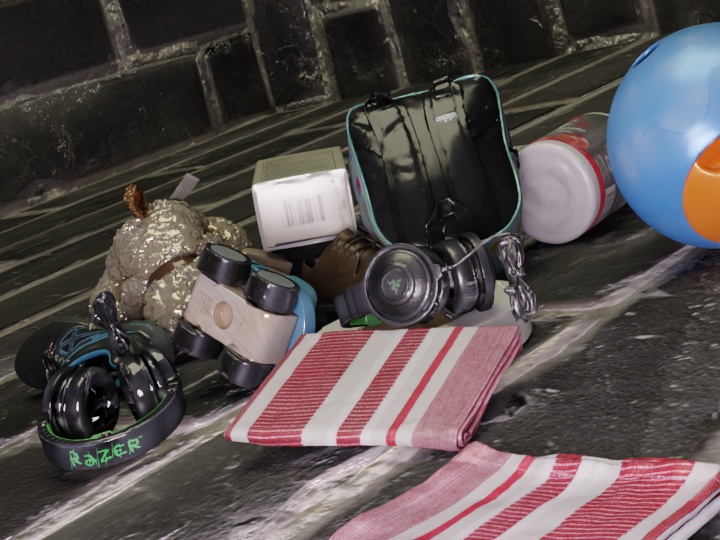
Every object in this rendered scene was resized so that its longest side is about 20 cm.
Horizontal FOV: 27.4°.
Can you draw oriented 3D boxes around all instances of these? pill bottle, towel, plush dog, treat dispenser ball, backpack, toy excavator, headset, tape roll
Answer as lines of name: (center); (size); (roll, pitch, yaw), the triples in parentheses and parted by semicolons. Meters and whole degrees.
pill bottle: (0.246, -0.110, 1.618); (0.110, 0.112, 0.199); (-7, 14, 35)
towel: (0.090, 0.139, 0.828); (0.143, 0.023, 0.199); (-27, 16, -40)
plush dog: (-0.189, 0.010, 1.559); (0.198, 0.161, 0.172); (-29, 54, -14)
towel: (0.012, 0.090, 1.112); (0.198, 0.023, 0.144); (-3, 28, 30)
treat dispenser ball: (0.323, -0.122, 1.338); (0.198, 0.204, 0.201); (-15, 11, 3)
backpack: (0.080, -0.077, 1.519); (0.173, 0.154, 0.202); (-12, 53, -5)
toy excavator: (-0.093, 0.032, 1.413); (0.193, 0.101, 0.199); (29, 13, 35)
headset: (-0.215, 0.095, 1.273); (0.122, 0.095, 0.200); (-14, 22, 1)
headset: (0.065, 0.021, 1.190); (0.122, 0.095, 0.199); (-10, -12, -39)
tape roll: (0.049, 0.058, 1.275); (0.200, 0.038, 0.203); (-16, 11, 3)

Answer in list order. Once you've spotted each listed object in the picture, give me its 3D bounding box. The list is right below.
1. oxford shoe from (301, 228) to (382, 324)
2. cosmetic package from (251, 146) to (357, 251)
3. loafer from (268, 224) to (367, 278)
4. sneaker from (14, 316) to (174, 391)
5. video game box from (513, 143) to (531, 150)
oxford shoe: (0.000, 0.000, 1.437); (0.072, 0.086, 0.199); (-15, 2, -40)
cosmetic package: (-0.060, -0.080, 1.585); (0.104, 0.072, 0.200); (-10, 11, 1)
loafer: (-0.045, -0.017, 1.639); (0.198, 0.071, 0.068); (-7, -17, 31)
sneaker: (-0.285, 0.090, 1.487); (0.198, 0.074, 0.082); (-9, 14, 33)
video game box: (0.193, -0.123, 1.923); (0.180, 0.047, 0.199); (-10, 13, 37)
